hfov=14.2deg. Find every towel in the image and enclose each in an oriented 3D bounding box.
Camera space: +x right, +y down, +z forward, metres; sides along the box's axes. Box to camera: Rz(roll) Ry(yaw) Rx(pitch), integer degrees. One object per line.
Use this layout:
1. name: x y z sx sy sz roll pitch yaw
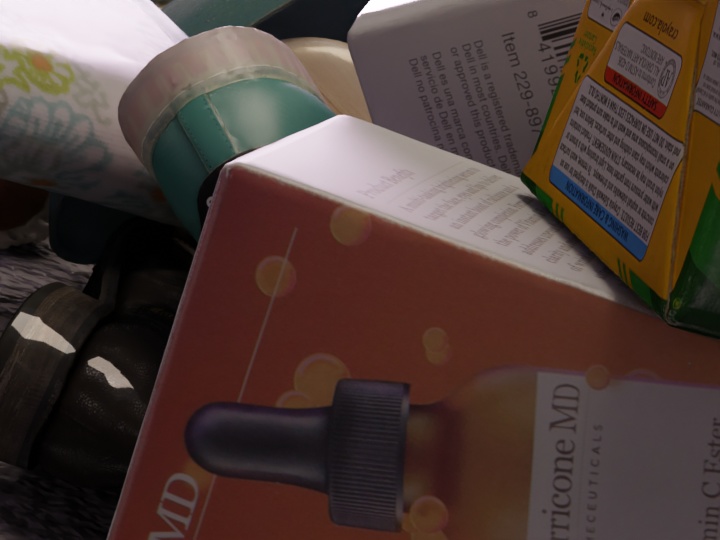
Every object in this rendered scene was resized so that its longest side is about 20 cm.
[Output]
1. towel: -0.138 -0.085 0.908 0.171 0.048 0.200 11 25 -45

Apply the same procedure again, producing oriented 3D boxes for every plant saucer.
1. plant saucer: -0.035 -0.073 1.051 0.036 0.200 0.200 57 25 13

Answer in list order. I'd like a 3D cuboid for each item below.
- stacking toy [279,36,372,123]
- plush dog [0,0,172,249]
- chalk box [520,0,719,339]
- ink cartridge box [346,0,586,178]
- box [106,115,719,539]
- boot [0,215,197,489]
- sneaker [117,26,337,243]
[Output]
1. stacking toy: -0.020 -0.018 1.046 0.085 0.085 0.200 18 -11 3
2. plush dog: -0.112 -0.109 1.162 0.200 0.172 0.160 4 19 -44
3. chalk box: 0.160 -0.035 0.663 0.200 0.124 0.124 16 11 -15
4. ink cartridge box: 0.117 -0.036 0.796 0.200 0.145 0.088 -15 15 17
5. box: 0.050 0.070 0.689 0.200 0.152 0.106 20 13 10
6. boot: -0.018 0.059 0.871 0.174 0.069 0.200 26 15 5
7. sneaker: 0.000 0.000 0.871 0.200 0.071 0.080 31 26 -57
